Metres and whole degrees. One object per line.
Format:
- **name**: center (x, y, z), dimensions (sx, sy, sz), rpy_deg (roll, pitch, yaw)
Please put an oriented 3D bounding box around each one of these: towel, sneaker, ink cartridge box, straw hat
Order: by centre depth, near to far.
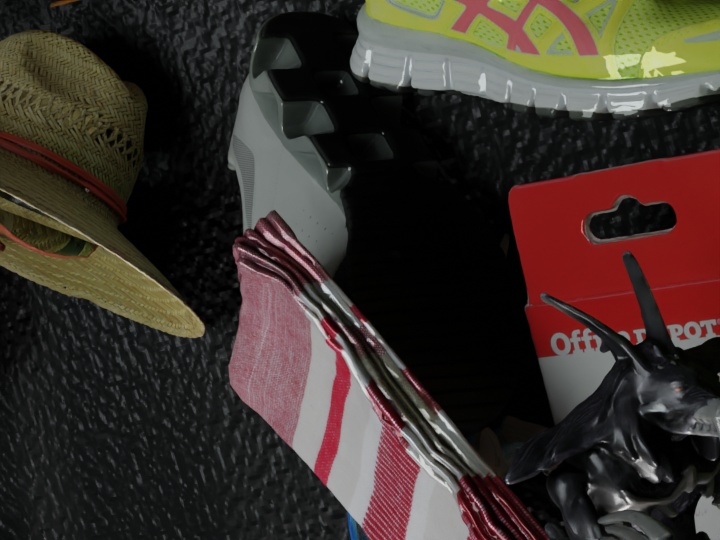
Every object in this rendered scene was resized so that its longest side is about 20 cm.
- **ink cartridge box**: center (0.132, 0.054, 1.048), dimensions (0.116, 0.067, 0.201), rpy_deg (-9, 97, 44)
- **sneaker**: center (0.072, -0.103, 1.051), dimensions (0.199, 0.078, 0.091), rpy_deg (11, 104, 40)
- **towel**: center (0.018, 0.084, 1.074), dimensions (0.200, 0.023, 0.144), rpy_deg (50, 162, 19)
- **sneaker**: center (0.000, 0.000, 1.144), dimensions (0.089, 0.074, 0.201), rpy_deg (-62, 38, 39)
- **straw hat**: center (-0.135, -0.054, 1.257), dimensions (0.200, 0.201, 0.085), rpy_deg (18, 75, 40)

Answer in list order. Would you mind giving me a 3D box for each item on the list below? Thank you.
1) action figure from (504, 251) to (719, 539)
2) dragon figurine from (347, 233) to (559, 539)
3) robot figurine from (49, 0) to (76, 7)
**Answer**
- **action figure**: center (0.121, 0.095, 0.952), dimensions (0.102, 0.119, 0.201), rpy_deg (3, 115, 52)
- **dragon figurine**: center (0.032, 0.091, 1.166), dimensions (0.099, 0.059, 0.201), rpy_deg (-2, 102, 45)
- **robot figurine**: center (-0.162, -0.128, 1.228), dimensions (0.199, 0.145, 0.059), rpy_deg (-10, 91, 36)
